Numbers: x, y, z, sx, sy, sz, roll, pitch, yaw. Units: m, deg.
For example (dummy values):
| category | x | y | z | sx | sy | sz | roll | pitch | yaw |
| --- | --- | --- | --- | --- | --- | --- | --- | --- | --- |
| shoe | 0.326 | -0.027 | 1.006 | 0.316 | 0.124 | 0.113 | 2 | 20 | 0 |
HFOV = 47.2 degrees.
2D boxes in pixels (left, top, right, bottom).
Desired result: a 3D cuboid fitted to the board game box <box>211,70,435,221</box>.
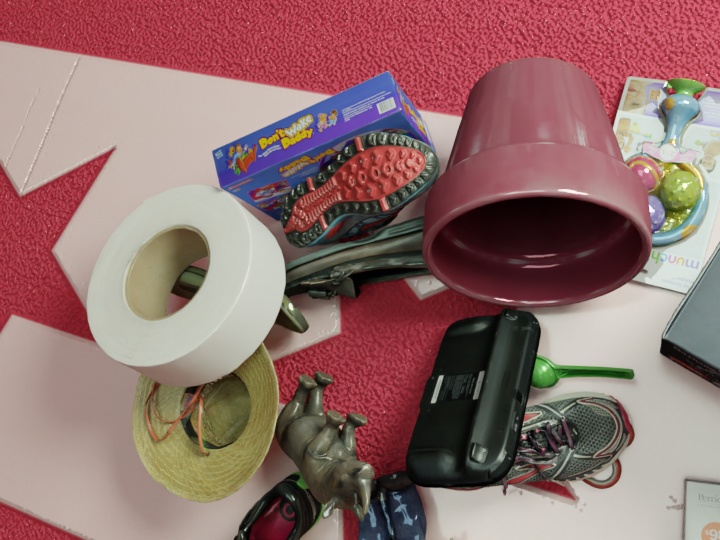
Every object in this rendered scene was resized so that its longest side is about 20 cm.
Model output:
| category | x | y | z | sx | sy | sz | roll | pitch | yaw |
| --- | --- | --- | --- | --- | --- | --- | --- | --- | --- |
| board game box | -0.034 | -0.124 | 0.867 | 0.199 | 0.134 | 0.045 | -21 | 72 | 15 |

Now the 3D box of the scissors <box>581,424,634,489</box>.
| category | x | y | z | sx | sy | sz | roll | pitch | yaw |
| --- | --- | --- | --- | --- | --- | --- | --- | --- | --- |
| scissors | 0.162 | 0.162 | 0.807 | 0.199 | 0.014 | 0.073 | 6 | 84 | 22 |

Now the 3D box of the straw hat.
| category | x | y | z | sx | sy | sz | roll | pitch | yaw |
| --- | --- | --- | --- | --- | --- | --- | --- | --- | --- |
| straw hat | -0.142 | 0.148 | 0.880 | 0.201 | 0.085 | 0.202 | -9 | 72 | 30 |

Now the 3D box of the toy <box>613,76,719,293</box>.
| category | x | y | z | sx | sy | sz | roll | pitch | yaw |
| --- | --- | --- | --- | --- | --- | --- | --- | --- | --- |
| toy | 0.286 | -0.090 | 0.790 | 0.115 | 0.047 | 0.201 | 15 | 85 | 24 |

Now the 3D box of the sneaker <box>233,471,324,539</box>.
| category | x | y | z | sx | sy | sz | roll | pitch | yaw |
| --- | --- | --- | --- | --- | --- | --- | --- | --- | --- |
| sneaker | -0.113 | 0.293 | 0.841 | 0.077 | 0.084 | 0.200 | 29 | 90 | 23 |

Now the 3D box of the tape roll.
| category | x | y | z | sx | sy | sz | roll | pitch | yaw |
| --- | --- | --- | --- | --- | --- | --- | --- | --- | --- |
| tape roll | -0.180 | 0.014 | 0.848 | 0.202 | 0.071 | 0.203 | -12 | 61 | 22 |

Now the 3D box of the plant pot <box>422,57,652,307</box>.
| category | x | y | z | sx | sy | sz | roll | pitch | yaw |
| --- | --- | --- | --- | --- | --- | --- | --- | --- | --- |
| plant pot | 0.160 | -0.087 | 0.766 | 0.199 | 0.200 | 0.180 | -5 | 58 | 19 |

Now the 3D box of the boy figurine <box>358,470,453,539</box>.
| category | x | y | z | sx | sy | sz | roll | pitch | yaw |
| --- | --- | --- | --- | --- | --- | --- | --- | --- | --- |
| boy figurine | 0.037 | 0.301 | 0.797 | 0.124 | 0.064 | 0.201 | -15 | 72 | 14 |

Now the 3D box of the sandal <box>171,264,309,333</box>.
| category | x | y | z | sx | sy | sz | roll | pitch | yaw |
| --- | --- | --- | --- | --- | --- | --- | --- | --- | --- |
| sandal | -0.141 | 0.043 | 0.901 | 0.200 | 0.080 | 0.057 | 10 | 61 | 30 |

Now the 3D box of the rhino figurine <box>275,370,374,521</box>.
| category | x | y | z | sx | sy | sz | roll | pitch | yaw |
| --- | --- | --- | --- | --- | --- | --- | --- | --- | --- |
| rhino figurine | -0.031 | 0.177 | 0.804 | 0.088 | 0.060 | 0.200 | -65 | 30 | 11 |

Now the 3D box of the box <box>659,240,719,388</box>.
| category | x | y | z | sx | sy | sz | roll | pitch | yaw |
| --- | --- | --- | --- | --- | --- | --- | --- | --- | --- |
| box | 0.354 | 0.069 | 0.660 | 0.200 | 0.182 | 0.104 | 32 | 92 | 22 |

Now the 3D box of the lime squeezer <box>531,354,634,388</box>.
| category | x | y | z | sx | sy | sz | roll | pitch | yaw |
| --- | --- | --- | --- | --- | --- | --- | --- | --- | --- |
| lime squeezer | 0.155 | 0.106 | 0.788 | 0.199 | 0.071 | 0.038 | -17 | 92 | 13 |

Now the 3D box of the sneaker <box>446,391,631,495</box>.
| category | x | y | z | sx | sy | sz | roll | pitch | yaw |
| --- | --- | --- | --- | --- | --- | --- | --- | --- | --- |
| sneaker | 0.150 | 0.167 | 0.762 | 0.199 | 0.075 | 0.081 | -20 | 74 | 16 |

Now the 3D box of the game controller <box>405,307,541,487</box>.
| category | x | y | z | sx | sy | sz | roll | pitch | yaw |
| --- | --- | --- | --- | --- | --- | --- | --- | --- | --- |
| game controller | 0.105 | 0.113 | 0.764 | 0.104 | 0.042 | 0.200 | -19 | 31 | 36 |

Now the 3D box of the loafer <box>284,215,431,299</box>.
| category | x | y | z | sx | sy | sz | roll | pitch | yaw |
| --- | --- | --- | --- | --- | --- | --- | --- | --- | --- |
| loafer | 0.000 | 0.000 | 0.867 | 0.199 | 0.072 | 0.063 | -20 | 79 | 13 |

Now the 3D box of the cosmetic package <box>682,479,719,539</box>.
| category | x | y | z | sx | sy | sz | roll | pitch | yaw |
| --- | --- | --- | --- | --- | --- | --- | --- | --- | --- |
| cosmetic package | 0.375 | 0.263 | 0.688 | 0.199 | 0.052 | 0.151 | 2 | 77 | 20 |

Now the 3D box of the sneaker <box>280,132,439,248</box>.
| category | x | y | z | sx | sy | sz | roll | pitch | yaw |
| --- | --- | --- | --- | --- | --- | --- | --- | --- | --- |
| sneaker | 0.009 | -0.084 | 0.847 | 0.200 | 0.095 | 0.080 | -21 | 80 | 41 |
